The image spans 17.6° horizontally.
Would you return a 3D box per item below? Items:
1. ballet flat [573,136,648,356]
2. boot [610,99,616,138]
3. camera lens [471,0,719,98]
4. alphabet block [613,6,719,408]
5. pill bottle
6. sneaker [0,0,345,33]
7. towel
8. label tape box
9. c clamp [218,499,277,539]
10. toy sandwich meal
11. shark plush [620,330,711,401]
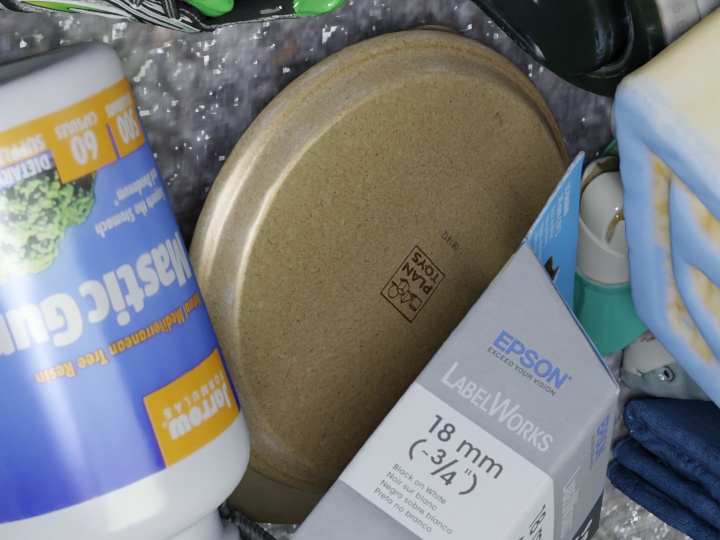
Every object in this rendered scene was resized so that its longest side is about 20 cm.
[{"bbox_3d":[0.125,-0.046,0.940,0.070,0.067,0.200,2,132,-50],"label":"ballet flat"},{"bbox_3d":[0.211,-0.062,1.011,0.199,0.095,0.074,-5,114,-32],"label":"boot"},{"bbox_3d":[0.122,-0.173,0.851,0.200,0.160,0.160,-40,129,-14],"label":"camera lens"},{"bbox_3d":[0.226,-0.018,0.822,0.200,0.196,0.197,-36,157,-9],"label":"alphabet block"},{"bbox_3d":[-0.102,0.034,0.779,0.112,0.112,0.201,-25,103,-25],"label":"pill bottle"},{"bbox_3d":[-0.087,-0.120,0.773,0.199,0.085,0.079,-5,114,-34],"label":"sneaker"},{"bbox_3d":[0.217,0.098,1.082,0.199,0.112,0.049,3,111,-37],"label":"towel"},{"bbox_3d":[0.046,0.078,0.833,0.200,0.063,0.144,-52,162,-18],"label":"label tape box"},{"bbox_3d":[-0.042,0.134,0.904,0.171,0.027,0.200,-47,132,8],"label":"c clamp"},{"bbox_3d":[0.000,0.000,0.909,0.204,0.070,0.206,-15,117,-32],"label":"toy sandwich meal"},{"bbox_3d":[0.220,0.043,1.030,0.199,0.091,0.084,17,103,1],"label":"shark plush"}]
